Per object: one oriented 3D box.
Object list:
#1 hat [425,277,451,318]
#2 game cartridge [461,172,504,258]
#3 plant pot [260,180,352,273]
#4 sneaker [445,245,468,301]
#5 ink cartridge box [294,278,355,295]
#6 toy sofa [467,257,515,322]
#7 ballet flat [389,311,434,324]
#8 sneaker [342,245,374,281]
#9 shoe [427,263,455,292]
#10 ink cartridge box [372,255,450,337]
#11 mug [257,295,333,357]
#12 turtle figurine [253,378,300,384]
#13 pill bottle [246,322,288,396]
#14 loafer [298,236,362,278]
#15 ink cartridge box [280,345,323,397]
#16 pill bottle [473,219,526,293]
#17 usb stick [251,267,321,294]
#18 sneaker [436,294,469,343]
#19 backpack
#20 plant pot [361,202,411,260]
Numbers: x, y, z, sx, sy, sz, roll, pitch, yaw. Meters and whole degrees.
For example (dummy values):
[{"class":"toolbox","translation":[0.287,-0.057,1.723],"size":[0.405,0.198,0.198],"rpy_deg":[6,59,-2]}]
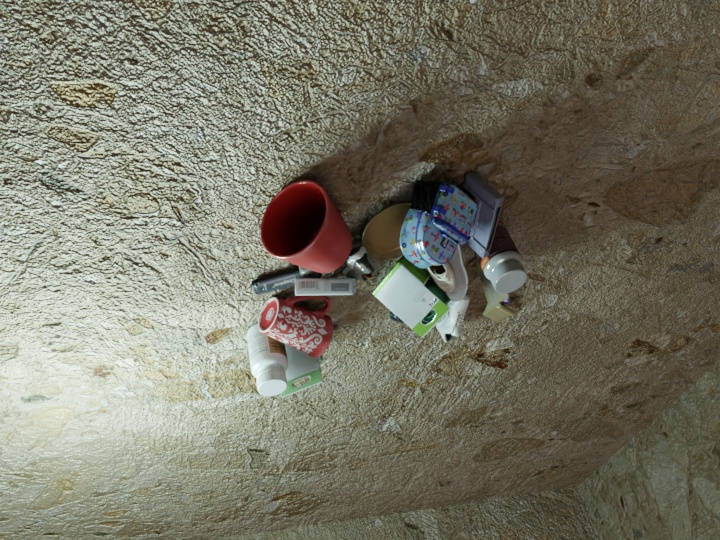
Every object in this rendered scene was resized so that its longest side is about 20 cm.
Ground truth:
[{"class":"hat","translation":[0.209,0.032,1.821],"size":[0.166,0.177,0.199],"rpy_deg":[-46,174,38]},{"class":"game cartridge","translation":[0.311,-0.146,1.571],"size":[0.038,0.129,0.203],"rpy_deg":[-27,142,-27]},{"class":"plant pot","translation":[-0.120,-0.092,1.451],"size":[0.198,0.203,0.177],"rpy_deg":[-30,148,15]},{"class":"sneaker","translation":[0.275,-0.014,1.707],"size":[0.072,0.082,0.204],"rpy_deg":[-2,115,14]},{"class":"ink cartridge box","translation":[-0.090,0.042,1.635],"size":[0.156,0.049,0.200],"rpy_deg":[-1,-179,3]},{"class":"toy sofa","translation":[0.403,0.044,1.766],"size":[0.097,0.203,0.082],"rpy_deg":[-35,137,29]},{"class":"ballet flat","translation":[0.175,0.143,1.907],"size":[0.196,0.074,0.074],"rpy_deg":[5,136,-33]},{"class":"sneaker","translation":[0.000,0.000,1.620],"size":[0.074,0.080,0.200],"rpy_deg":[-41,173,-11]},{"class":"shoe","translation":[0.209,-0.016,1.640],"size":[0.069,0.054,0.202],"rpy_deg":[-14,116,30]},{"class":"ink cartridge box","translation":[0.156,0.074,1.719],"size":[0.199,0.076,0.148],"rpy_deg":[41,124,2]},{"class":"mug","translation":[-0.190,0.144,1.753],"size":[0.198,0.181,0.132],"rpy_deg":[26,161,-34]},{"class":"turtle figurine","translation":[-0.277,0.350,1.969],"size":[0.157,0.065,0.202],"rpy_deg":[-5,138,-15]},{"class":"pill bottle","translation":[-0.276,0.265,1.769],"size":[0.112,0.203,0.116],"rpy_deg":[-10,140,-8]},{"class":"loafer","translation":[-0.083,-0.051,1.586],"size":[0.197,0.071,0.076],"rpy_deg":[-24,161,-20]},{"class":"ink cartridge box","translation":[-0.187,0.294,1.833],"size":[0.143,0.203,0.048],"rpy_deg":[-22,141,7]},{"class":"pill bottle","translation":[0.387,-0.043,1.661],"size":[0.111,0.203,0.116],"rpy_deg":[-9,140,-8]},{"class":"usb stick","translation":[-0.206,0.023,1.654],"size":[0.195,0.033,0.056],"rpy_deg":[-15,141,-2]},{"class":"sneaker","translation":[0.320,0.164,1.948],"size":[0.076,0.101,0.202],"rpy_deg":[-1,137,-18]},{"class":"backpack","translation":[0.195,-0.107,1.509],"size":[0.182,0.133,0.204],"rpy_deg":[33,75,-42]},{"class":"plant pot","translation":[0.092,-0.110,1.602],"size":[0.196,0.028,0.203],"rpy_deg":[-15,139,-14]}]
